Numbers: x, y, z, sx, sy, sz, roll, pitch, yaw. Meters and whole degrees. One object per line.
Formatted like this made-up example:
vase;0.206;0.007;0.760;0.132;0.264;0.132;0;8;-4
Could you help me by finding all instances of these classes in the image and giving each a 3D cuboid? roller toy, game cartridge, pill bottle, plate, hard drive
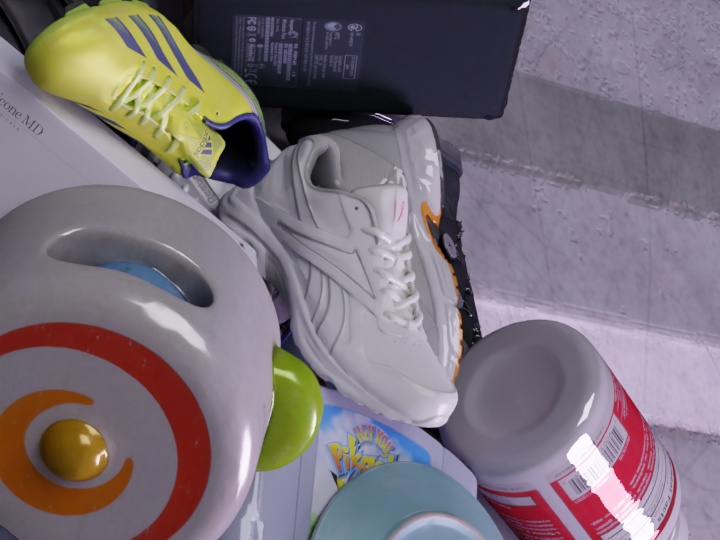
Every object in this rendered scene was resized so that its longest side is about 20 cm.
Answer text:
roller toy;-0.138;0.063;1.147;0.183;0.199;0.140;61;17;-21
game cartridge;-0.006;0.141;1.285;0.199;0.040;0.134;27;55;-41
pill bottle;0.137;0.128;1.433;0.200;0.112;0.113;52;37;-45
plate;0.041;0.206;1.272;0.199;0.025;0.202;19;64;-44
hard drive;-0.002;-0.142;1.364;0.198;0.140;0.033;3;62;-3

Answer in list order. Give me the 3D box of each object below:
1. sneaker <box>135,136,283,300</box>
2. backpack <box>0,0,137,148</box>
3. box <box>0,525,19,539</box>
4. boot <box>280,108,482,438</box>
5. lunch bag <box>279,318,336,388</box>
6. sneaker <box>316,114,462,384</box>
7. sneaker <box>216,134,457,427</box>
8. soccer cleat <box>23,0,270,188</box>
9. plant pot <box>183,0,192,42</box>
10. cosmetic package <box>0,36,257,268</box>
sneaker;-0.107;-0.065;1.381;0.200;0.076;0.081;39;56;-18
backpack;-0.207;-0.130;1.285;0.200;0.154;0.163;39;38;-2
box;-0.192;0.254;1.097;0.200;0.117;0.197;40;47;-18
boot;0.020;-0.002;1.460;0.164;0.065;0.201;19;59;-44
lunch bag;-0.040;0.129;1.334;0.161;0.075;0.200;54;45;-11
sneaker;0.008;0.002;1.379;0.091;0.076;0.201;-3;67;-10
sneaker;0.000;0.000;1.299;0.200;0.099;0.078;52;21;22
soccer cleat;-0.107;-0.092;1.219;0.084;0.065;0.200;59;17;21
plant pot;-0.037;-0.228;1.457;0.199;0.199;0.180;22;70;-33
cosmetic package;-0.178;-0.011;1.226;0.200;0.151;0.052;40;13;-19
